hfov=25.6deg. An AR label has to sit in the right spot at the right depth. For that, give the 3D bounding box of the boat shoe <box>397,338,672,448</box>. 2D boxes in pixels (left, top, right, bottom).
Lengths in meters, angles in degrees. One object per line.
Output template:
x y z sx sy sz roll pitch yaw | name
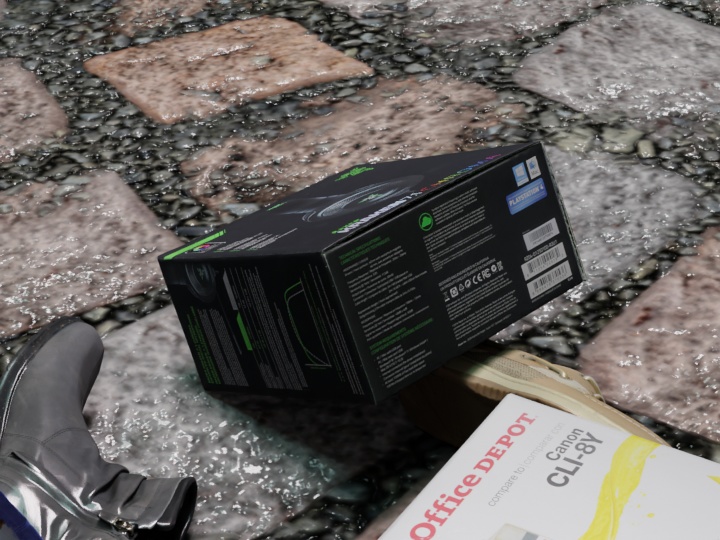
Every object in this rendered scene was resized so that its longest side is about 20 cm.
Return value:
0.108 0.080 0.890 0.064 0.072 0.199 -29 38 -34 | boat shoe

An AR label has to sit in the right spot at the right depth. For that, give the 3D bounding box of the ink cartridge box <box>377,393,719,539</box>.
0.122 0.154 0.755 0.199 0.084 0.145 17 37 29 | ink cartridge box

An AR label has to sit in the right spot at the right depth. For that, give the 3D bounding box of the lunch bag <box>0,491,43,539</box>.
-0.266 0.144 0.738 0.199 0.124 0.170 22 62 29 | lunch bag

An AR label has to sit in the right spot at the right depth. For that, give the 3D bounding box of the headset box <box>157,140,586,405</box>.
0.000 0.000 0.956 0.173 0.094 0.199 -27 14 -32 | headset box

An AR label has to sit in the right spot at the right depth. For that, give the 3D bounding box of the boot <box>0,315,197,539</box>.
-0.147 0.112 0.880 0.130 0.070 0.201 8 44 13 | boot
